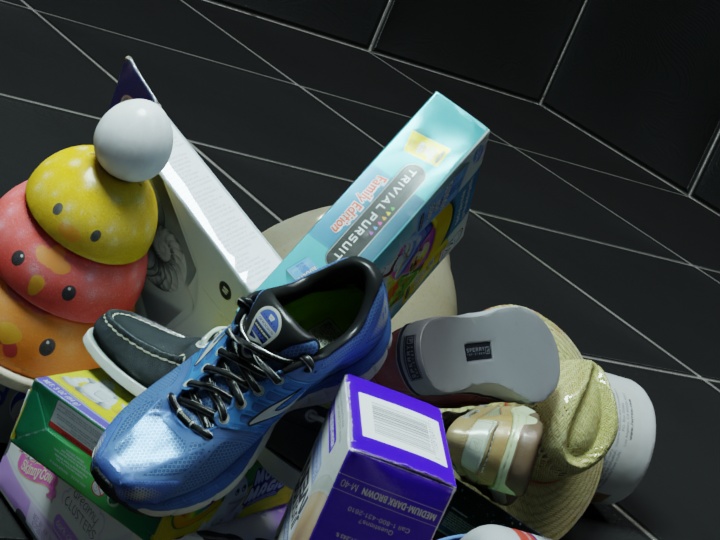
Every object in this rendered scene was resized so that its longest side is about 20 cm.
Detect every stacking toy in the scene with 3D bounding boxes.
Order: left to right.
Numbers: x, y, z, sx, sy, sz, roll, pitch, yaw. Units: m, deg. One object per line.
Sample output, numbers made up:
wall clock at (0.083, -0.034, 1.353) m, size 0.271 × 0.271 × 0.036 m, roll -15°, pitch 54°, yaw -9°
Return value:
stacking toy at (-0.179, -0.031, 1.130) m, size 0.146 × 0.200 × 0.146 m, roll 23°, pitch 33°, yaw -16°

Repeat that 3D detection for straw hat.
straw hat at (0.156, 0.117, 1.394) m, size 0.200 × 0.202 × 0.085 m, roll 13°, pitch -20°, yaw -37°

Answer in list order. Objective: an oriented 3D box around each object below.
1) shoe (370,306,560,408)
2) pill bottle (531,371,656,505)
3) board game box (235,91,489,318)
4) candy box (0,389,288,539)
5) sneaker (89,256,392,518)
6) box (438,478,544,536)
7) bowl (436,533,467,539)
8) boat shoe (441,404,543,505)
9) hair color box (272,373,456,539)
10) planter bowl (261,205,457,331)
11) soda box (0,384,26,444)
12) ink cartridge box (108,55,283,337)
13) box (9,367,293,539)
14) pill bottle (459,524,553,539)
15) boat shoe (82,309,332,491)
shoe at (0.061, 0.067, 1.291) m, size 0.091 × 0.072 × 0.200 m, roll -12°, pitch -9°, yaw 35°
pill bottle at (0.143, 0.128, 1.520) m, size 0.199 × 0.115 × 0.114 m, roll 16°, pitch 16°, yaw -28°
board game box at (0.000, 0.000, 1.156) m, size 0.047 × 0.200 × 0.151 m, roll 36°, pitch -22°, yaw 13°
candy box at (-0.105, 0.156, 1.117) m, size 0.199 × 0.072 × 0.168 m, roll 13°, pitch 18°, yaw -37°
sneaker at (-0.064, 0.053, 0.958) m, size 0.200 × 0.089 × 0.079 m, roll -37°, pitch 66°, yaw -26°
box at (0.027, 0.145, 1.275) m, size 0.199 × 0.038 × 0.137 m, roll 34°, pitch -5°, yaw -5°
bowl at (0.086, 0.245, 1.010) m, size 0.200 × 0.039 × 0.201 m, roll 16°, pitch 43°, yaw -15°
boat shoe at (0.085, 0.121, 1.254) m, size 0.076 × 0.072 × 0.200 m, roll 16°, pitch -10°, yaw 5°
hair color box at (-0.019, 0.169, 0.944) m, size 0.064 × 0.201 × 0.109 m, roll 20°, pitch 15°, yaw -7°
planter bowl at (-0.009, 0.062, 1.422) m, size 0.199 × 0.200 × 0.135 m, roll 13°, pitch 45°, yaw -35°
soda box at (-0.258, 0.068, 1.194) m, size 0.199 × 0.069 × 0.063 m, roll 16°, pitch 18°, yaw -26°
ink cartridge box at (-0.142, -0.008, 1.214) m, size 0.040 × 0.200 × 0.200 m, roll -23°, pitch 65°, yaw -34°
box at (-0.102, 0.102, 1.075) m, size 0.117 × 0.049 × 0.200 m, roll 32°, pitch 15°, yaw 23°
pill bottle at (0.138, 0.212, 0.956) m, size 0.199 × 0.113 × 0.113 m, roll 17°, pitch 15°, yaw -14°
boat shoe at (-0.068, 0.066, 1.043) m, size 0.199 × 0.061 × 0.076 m, roll 28°, pitch 17°, yaw 7°
